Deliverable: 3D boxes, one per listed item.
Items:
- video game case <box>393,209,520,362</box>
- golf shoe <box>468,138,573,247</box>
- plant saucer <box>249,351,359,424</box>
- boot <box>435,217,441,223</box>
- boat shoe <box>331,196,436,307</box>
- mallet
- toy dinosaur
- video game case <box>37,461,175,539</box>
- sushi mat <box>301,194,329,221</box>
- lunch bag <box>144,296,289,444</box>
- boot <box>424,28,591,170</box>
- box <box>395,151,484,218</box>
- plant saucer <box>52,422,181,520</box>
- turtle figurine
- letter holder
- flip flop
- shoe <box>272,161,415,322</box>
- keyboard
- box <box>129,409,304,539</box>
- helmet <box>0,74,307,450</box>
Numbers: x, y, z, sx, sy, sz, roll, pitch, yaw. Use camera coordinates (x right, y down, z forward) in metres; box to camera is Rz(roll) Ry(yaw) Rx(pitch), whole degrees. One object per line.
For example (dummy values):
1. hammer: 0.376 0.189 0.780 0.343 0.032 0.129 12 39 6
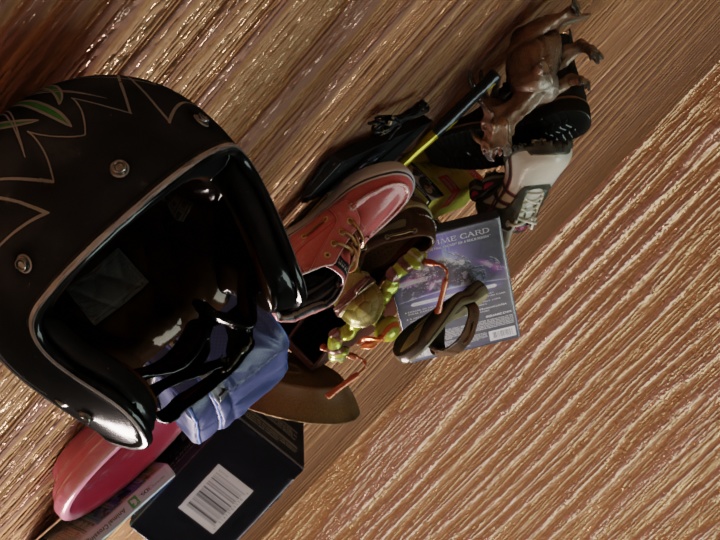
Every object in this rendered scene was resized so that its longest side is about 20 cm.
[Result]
1. video game case: 0.110 0.022 1.622 0.142 0.019 0.201 -13 130 2
2. golf shoe: 0.195 -0.093 1.571 0.077 0.089 0.200 -3 164 -19
3. plant saucer: -0.092 0.131 1.620 0.200 0.199 0.036 -15 122 -70
4. boot: 0.092 -0.045 1.724 0.073 0.155 0.200 -21 -169 25
5. boat shoe: -0.003 -0.004 1.513 0.202 0.075 0.075 -36 130 13
6. mallet: 0.074 -0.141 1.463 0.200 0.041 0.066 -43 173 -6
7. toy dinosaur: 0.188 -0.231 1.514 0.135 0.086 0.201 -8 -133 44
8. video game case: -0.314 0.293 1.608 0.182 0.022 0.200 -41 -171 -20
9. sushi mat: -0.096 -0.006 1.493 0.200 0.012 0.096 -45 169 3
10. lunch bag: -0.154 0.075 1.234 0.132 0.136 0.200 -42 169 -13
11. boot: 0.171 -0.204 1.609 0.199 0.139 0.078 -11 145 15
12. box: 0.081 -0.104 1.633 0.050 0.075 0.200 -49 168 24
13. plant saucer: -0.267 0.191 1.497 0.200 0.051 0.201 -44 170 -10
14. turtle figurine: -0.014 0.030 1.457 0.200 0.161 0.064 -49 164 19
15. letter holder: -0.009 0.014 1.672 0.142 0.101 0.200 -53 167 32
16. flip flop: 0.103 0.065 1.529 0.081 0.058 0.200 -36 176 27
17. shoe: -0.019 -0.026 1.381 0.200 0.091 0.072 -33 131 3
18. keyboard: 0.018 -0.135 1.418 0.127 0.021 0.200 -44 173 34
19. box: -0.174 0.239 1.676 0.197 0.117 0.200 -47 -167 11
20. helmet: -0.143 -0.017 0.774 0.199 0.191 0.200 -24 -153 13
